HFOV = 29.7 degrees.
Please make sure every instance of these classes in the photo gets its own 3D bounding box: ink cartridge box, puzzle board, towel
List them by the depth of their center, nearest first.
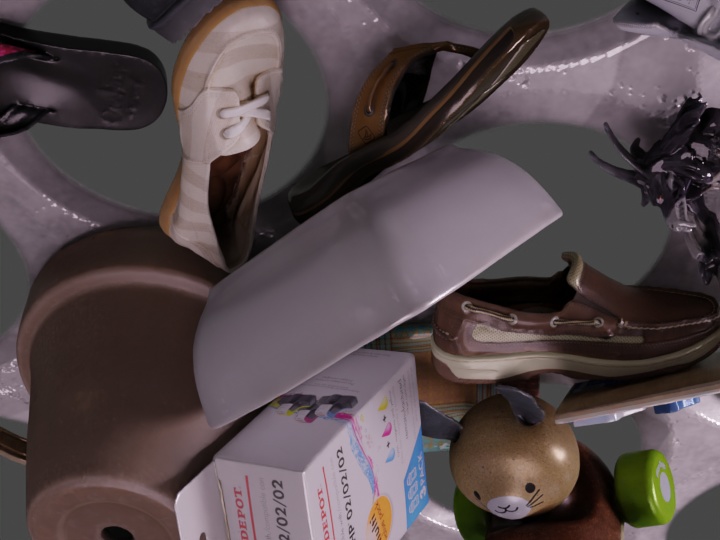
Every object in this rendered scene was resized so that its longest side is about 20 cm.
[{"bbox_3d":[-0.029,0.143,0.849,0.067,0.200,0.117,4,114,27],"label":"ink cartridge box"},{"bbox_3d":[0.209,0.075,0.896,0.148,0.018,0.200,-14,177,12],"label":"puzzle board"},{"bbox_3d":[0.034,0.091,0.997,0.196,0.022,0.148,-4,138,2],"label":"towel"}]

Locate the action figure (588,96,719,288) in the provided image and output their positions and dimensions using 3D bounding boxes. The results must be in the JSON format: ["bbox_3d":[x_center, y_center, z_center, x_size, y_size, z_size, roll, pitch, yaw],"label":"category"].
[{"bbox_3d":[0.238,-0.045,0.801,0.196,0.103,0.119,1,149,-5],"label":"action figure"}]

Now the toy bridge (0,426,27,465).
[{"bbox_3d":[-0.231,0.123,1.017,0.197,0.027,0.068,11,137,-13],"label":"toy bridge"}]

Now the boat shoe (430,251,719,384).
[{"bbox_3d":[0.146,0.027,0.898,0.199,0.075,0.076,-6,117,-7],"label":"boat shoe"}]

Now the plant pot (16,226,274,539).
[{"bbox_3d":[-0.141,0.101,0.873,0.197,0.176,0.202,4,132,4],"label":"plant pot"}]

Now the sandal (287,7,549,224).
[{"bbox_3d":[0.021,-0.094,0.774,0.199,0.082,0.055,-32,95,41],"label":"sandal"}]

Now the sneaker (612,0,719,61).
[{"bbox_3d":[0.188,-0.117,0.655,0.113,0.201,0.076,14,121,-8],"label":"sneaker"}]

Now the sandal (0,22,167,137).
[{"bbox_3d":[-0.208,-0.104,0.761,0.197,0.046,0.076,4,137,-6],"label":"sandal"}]

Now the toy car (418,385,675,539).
[{"bbox_3d":[0.109,0.152,0.951,0.162,0.159,0.201,-13,131,29],"label":"toy car"}]

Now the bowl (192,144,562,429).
[{"bbox_3d":[0.000,0.000,0.796,0.199,0.199,0.075,-33,88,39],"label":"bowl"}]

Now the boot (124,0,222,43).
[{"bbox_3d":[-0.123,-0.215,0.639,0.199,0.066,0.164,34,125,-27],"label":"boot"}]

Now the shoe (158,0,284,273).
[{"bbox_3d":[-0.072,-0.074,0.775,0.069,0.054,0.201,-26,154,-30],"label":"shoe"}]
